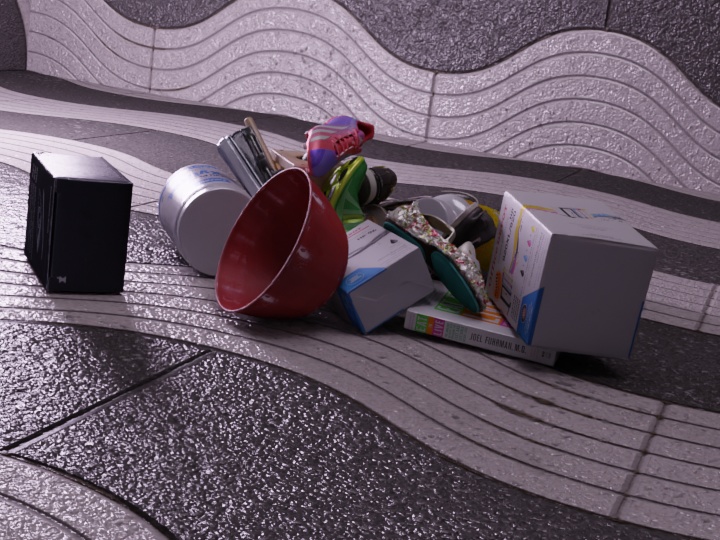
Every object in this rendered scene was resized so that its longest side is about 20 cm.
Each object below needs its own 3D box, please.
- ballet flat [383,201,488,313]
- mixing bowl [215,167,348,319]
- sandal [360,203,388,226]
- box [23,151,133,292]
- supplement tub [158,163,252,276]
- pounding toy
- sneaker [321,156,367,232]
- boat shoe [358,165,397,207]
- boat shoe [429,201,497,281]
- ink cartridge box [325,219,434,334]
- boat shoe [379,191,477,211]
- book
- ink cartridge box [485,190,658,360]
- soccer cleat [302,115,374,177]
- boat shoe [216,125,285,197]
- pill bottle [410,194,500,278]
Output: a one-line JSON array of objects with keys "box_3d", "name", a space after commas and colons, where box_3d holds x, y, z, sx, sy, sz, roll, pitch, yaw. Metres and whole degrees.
[{"box_3d": [0.110, -0.027, 1.610, 0.064, 0.076, 0.200, -36, 59, -19], "name": "ballet flat"}, {"box_3d": [-0.085, -0.016, 1.559, 0.108, 0.202, 0.200, 30, 1, -28], "name": "mixing bowl"}, {"box_3d": [0.035, -0.041, 1.835, 0.080, 0.055, 0.202, -15, 45, -3], "name": "sandal"}, {"box_3d": [-0.378, -0.066, 1.631, 0.103, 0.151, 0.200, 2, 15, -25], "name": "box"}, {"box_3d": [-0.223, -0.078, 1.809, 0.130, 0.134, 0.200, 3, 12, -19], "name": "supplement tub"}, {"box_3d": [-0.104, -0.121, 1.910, 0.140, 0.204, 0.184, 3, 13, -19], "name": "pounding toy"}, {"box_3d": [-0.025, -0.068, 1.793, 0.083, 0.203, 0.074, 22, -15, -26], "name": "sneaker"}, {"box_3d": [-0.011, -0.117, 1.977, 0.060, 0.073, 0.200, -15, -4, -31], "name": "boat shoe"}, {"box_3d": [0.114, -0.010, 1.694, 0.057, 0.200, 0.067, 48, 35, 8], "name": "boat shoe"}, {"box_3d": [0.000, 0.000, 1.637, 0.115, 0.069, 0.200, -31, 25, -14], "name": "ink cartridge box"}, {"box_3d": [0.095, -0.089, 2.012, 0.196, 0.068, 0.057, -2, 22, 11], "name": "boat shoe"}, {"box_3d": [0.167, 0.072, 1.602, 0.197, 0.049, 0.134, 14, 16, 14], "name": "book"}, {"box_3d": [0.261, 0.000, 1.564, 0.142, 0.150, 0.200, 7, 17, -12], "name": "ink cartridge box"}, {"box_3d": [-0.033, -0.188, 1.818, 0.075, 0.068, 0.200, -1, 19, 13], "name": "soccer cleat"}, {"box_3d": [-0.130, -0.125, 1.788, 0.070, 0.201, 0.072, -35, -4, -6], "name": "boat shoe"}, {"box_3d": [0.148, -0.055, 1.890, 0.112, 0.115, 0.199, 16, 3, 35], "name": "pill bottle"}]
